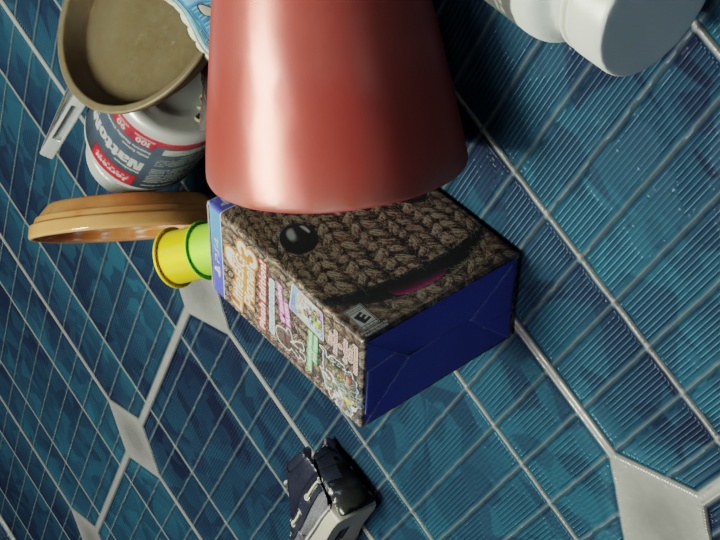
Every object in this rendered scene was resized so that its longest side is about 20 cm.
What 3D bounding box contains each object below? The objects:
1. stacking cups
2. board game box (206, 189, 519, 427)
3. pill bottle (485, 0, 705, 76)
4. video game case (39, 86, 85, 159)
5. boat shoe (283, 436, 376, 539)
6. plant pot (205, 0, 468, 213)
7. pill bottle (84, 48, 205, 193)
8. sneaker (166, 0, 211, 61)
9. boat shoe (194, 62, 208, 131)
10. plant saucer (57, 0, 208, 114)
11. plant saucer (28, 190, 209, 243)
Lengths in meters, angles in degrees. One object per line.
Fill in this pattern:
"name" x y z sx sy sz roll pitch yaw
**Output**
"stacking cups" -0.100 -0.024 1.430 0.200 0.060 0.061 -9 109 37
"board game box" 0.000 0.000 1.247 0.200 0.159 0.097 40 145 34
"pill bottle" 0.105 -0.207 0.924 0.200 0.113 0.113 44 148 31
"video game case" -0.266 -0.205 1.550 0.018 0.143 0.200 24 157 -15
"boat shoe" -0.048 0.253 1.677 0.093 0.075 0.200 58 146 19
"plant pot" -0.026 -0.156 1.131 0.200 0.200 0.178 23 126 50
"pill bottle" -0.199 -0.143 1.495 0.120 0.119 0.200 58 153 5
"sneaker" -0.100 -0.217 1.232 0.090 0.079 0.200 2 159 39
"boat shoe" -0.111 -0.141 1.348 0.074 0.073 0.200 25 -149 -54
"plant saucer" -0.184 -0.227 1.363 0.200 0.200 0.029 37 -173 38
"plant saucer" -0.233 -0.054 1.572 0.200 0.200 0.038 -8 85 61
